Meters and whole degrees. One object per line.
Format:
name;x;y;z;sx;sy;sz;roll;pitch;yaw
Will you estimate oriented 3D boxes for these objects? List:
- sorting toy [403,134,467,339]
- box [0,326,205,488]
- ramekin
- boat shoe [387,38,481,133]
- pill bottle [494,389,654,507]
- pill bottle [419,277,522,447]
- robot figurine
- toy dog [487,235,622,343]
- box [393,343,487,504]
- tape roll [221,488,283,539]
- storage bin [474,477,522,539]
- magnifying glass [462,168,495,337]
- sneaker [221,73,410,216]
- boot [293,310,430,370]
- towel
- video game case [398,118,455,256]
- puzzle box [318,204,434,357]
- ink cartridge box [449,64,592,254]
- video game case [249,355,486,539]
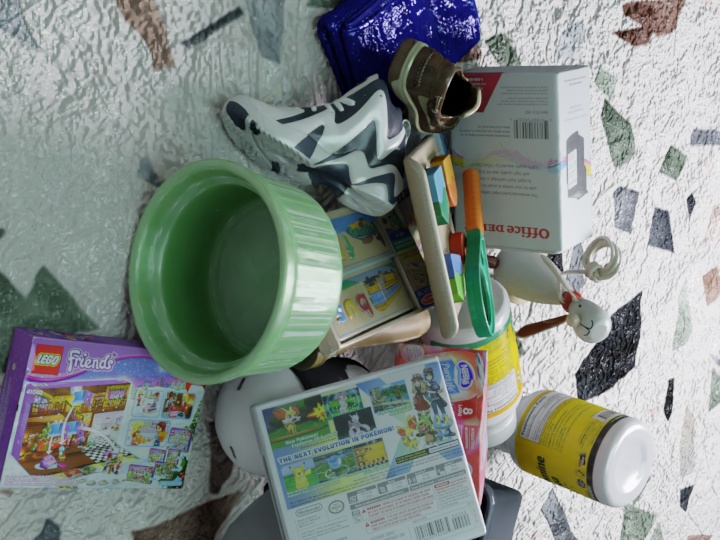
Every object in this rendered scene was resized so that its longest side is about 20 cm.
sorting toy;0.088;-0.043;1.199;0.200;0.036;0.186;-63;140;-74
box;-0.239;0.132;1.060;0.199;0.039;0.138;12;94;-45
ramekin;-0.111;0.004;1.043;0.097;0.199;0.201;6;97;-52
boat shoe;0.088;-0.178;1.189;0.075;0.075;0.202;-67;162;3
pill bottle;0.262;0.217;1.448;0.112;0.199;0.113;-13;110;-40
pill bottle;0.134;0.113;1.353;0.113;0.112;0.201;-38;132;-30
robot figurine;-0.058;0.150;1.183;0.199;0.151;0.125;4;140;-45
toy dog;0.207;0.015;1.352;0.096;0.200;0.133;7;92;-31
box;0.089;0.174;1.252;0.200;0.102;0.095;83;13;-54
tape roll;-0.046;0.285;1.178;0.199;0.066;0.201;-23;141;-19
storage bin;0.130;0.342;1.412;0.134;0.145;0.201;9;95;-54
magnifying glass;0.127;-0.021;1.239;0.080;0.022;0.201;57;26;-57
sneaker;-0.033;-0.154;1.137;0.198;0.079;0.130;25;70;-13
boot;-0.029;0.012;1.195;0.200;0.066;0.176;-16;79;-52
towel;0.051;-0.256;1.223;0.200;0.049;0.148;-44;127;-26
video game case;0.058;-0.067;1.304;0.143;0.018;0.201;-37;124;-31
puzzle box;0.000;0.000;1.161;0.200;0.025;0.134;-21;86;-54
ink cartridge box;0.183;-0.130;1.303;0.083;0.145;0.201;-21;112;-50
video game case;0.009;0.194;1.098;0.199;0.022;0.183;-13;83;-21
